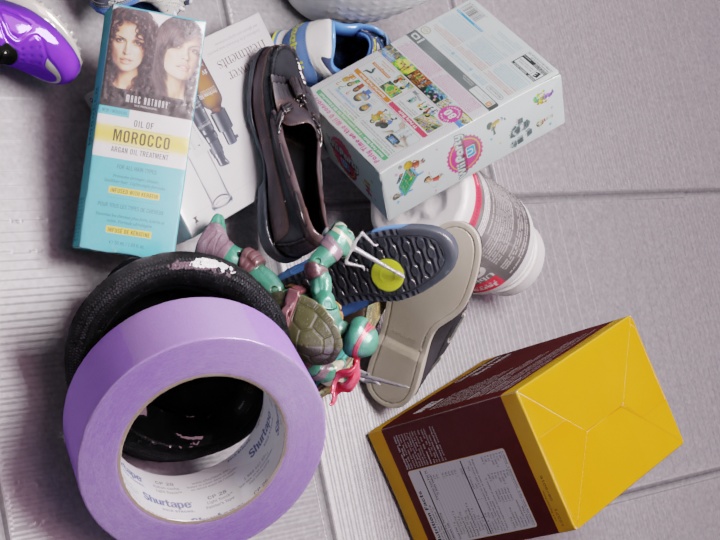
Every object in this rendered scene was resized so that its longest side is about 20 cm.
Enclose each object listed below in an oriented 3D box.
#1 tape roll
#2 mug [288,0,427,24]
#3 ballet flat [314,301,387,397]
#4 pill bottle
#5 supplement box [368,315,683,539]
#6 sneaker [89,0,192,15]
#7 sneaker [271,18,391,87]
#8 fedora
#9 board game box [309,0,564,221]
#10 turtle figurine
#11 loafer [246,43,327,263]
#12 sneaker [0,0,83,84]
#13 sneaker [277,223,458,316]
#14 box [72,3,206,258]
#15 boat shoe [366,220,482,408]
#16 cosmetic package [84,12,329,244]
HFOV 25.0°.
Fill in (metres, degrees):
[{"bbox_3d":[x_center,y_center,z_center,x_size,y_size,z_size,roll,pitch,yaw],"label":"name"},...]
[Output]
[{"bbox_3d":[-0.130,0.124,1.274,0.199,0.201,0.066,32,13,-32],"label":"tape roll"},{"bbox_3d":[0.024,-0.315,1.586,0.199,0.174,0.149,-4,79,-45],"label":"mug"},{"bbox_3d":[-0.017,0.061,1.499,0.071,0.070,0.201,44,51,-24],"label":"ballet flat"},{"bbox_3d":[0.104,-0.041,1.595,0.200,0.110,0.112,28,56,-54],"label":"pill bottle"},{"bbox_3d":[0.155,0.157,1.528,0.197,0.199,0.134,-27,94,-45],"label":"supplement box"},{"bbox_3d":[-0.175,-0.269,1.454,0.199,0.077,0.086,-19,129,-49],"label":"sneaker"},{"bbox_3d":[0.007,-0.194,1.593,0.199,0.082,0.075,13,65,-42],"label":"sneaker"},{"bbox_3d":[-0.154,0.056,1.323,0.200,0.201,0.092,31,13,-32],"label":"fedora"},{"bbox_3d":[0.067,-0.153,1.510,0.199,0.148,0.065,-29,138,-15],"label":"board game box"},{"bbox_3d":[-0.046,0.031,1.372,0.101,0.198,0.151,-36,144,-64],"label":"turtle figurine"},{"bbox_3d":[-0.056,-0.109,1.448,0.071,0.063,0.202,9,73,-44],"label":"loafer"},{"bbox_3d":[-0.320,-0.189,1.294,0.199,0.069,0.100,34,61,-26],"label":"sneaker"},{"bbox_3d":[0.000,0.000,1.438,0.066,0.199,0.078,64,24,-9],"label":"sneaker"},{"bbox_3d":[-0.183,-0.112,1.346,0.081,0.049,0.202,8,88,-17],"label":"box"},{"bbox_3d":[0.063,0.034,1.513,0.072,0.201,0.063,30,27,13],"label":"boat shoe"},{"bbox_3d":[-0.133,-0.128,1.459,0.200,0.051,0.152,-35,103,-45],"label":"cosmetic package"}]
